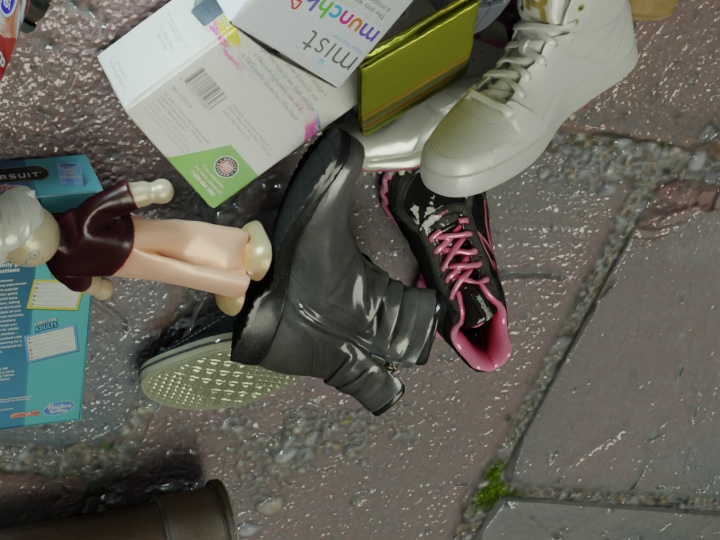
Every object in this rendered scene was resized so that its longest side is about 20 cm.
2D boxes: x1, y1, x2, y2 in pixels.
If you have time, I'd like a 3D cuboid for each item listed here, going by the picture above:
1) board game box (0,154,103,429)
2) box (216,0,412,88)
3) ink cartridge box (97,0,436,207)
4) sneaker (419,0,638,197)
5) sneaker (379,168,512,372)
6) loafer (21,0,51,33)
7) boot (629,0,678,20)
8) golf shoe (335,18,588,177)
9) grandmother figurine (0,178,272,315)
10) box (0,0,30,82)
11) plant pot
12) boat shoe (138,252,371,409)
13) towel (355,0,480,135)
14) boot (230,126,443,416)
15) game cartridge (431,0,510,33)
[{"bbox_3d":[-0.261,0.021,1.509,0.150,0.047,0.201,-6,128,-22],"label":"board game box"},{"bbox_3d":[-0.021,-0.239,1.312,0.097,0.200,0.177,29,112,-38],"label":"box"},{"bbox_3d":[-0.056,-0.149,1.457,0.200,0.067,0.117,-35,134,5],"label":"ink cartridge box"},{"bbox_3d":[0.105,-0.143,1.445,0.200,0.074,0.116,-42,142,-29],"label":"sneaker"},{"bbox_3d":[0.073,-0.006,1.616,0.079,0.095,0.200,-23,131,-5],"label":"sneaker"},{"bbox_3d":[-0.245,-0.218,1.313,0.063,0.072,0.200,-45,130,5],"label":"loafer"},{"bbox_3d":[0.171,-0.263,1.476,0.175,0.066,0.200,1,127,-26],"label":"boot"},{"bbox_3d":[0.063,-0.129,1.537,0.199,0.075,0.092,-21,120,-16],"label":"golf shoe"},{"bbox_3d":[-0.159,-0.017,1.454,0.199,0.061,0.121,7,129,-30],"label":"grandmother figurine"},{"bbox_3d":[-0.294,-0.151,1.261,0.199,0.100,0.096,-9,139,27],"label":"box"},{"bbox_3d":[-0.195,0.263,1.651,0.197,0.201,0.201,-3,128,-12],"label":"plant pot"},{"bbox_3d":[-0.069,0.044,1.613,0.199,0.062,0.075,-24,137,10],"label":"boat shoe"},{"bbox_3d":[0.034,-0.131,1.399,0.086,0.018,0.200,-32,174,-4],"label":"towel"},{"bbox_3d":[0.000,0.000,1.523,0.131,0.070,0.200,18,125,-10],"label":"boot"},{"bbox_3d":[0.077,-0.250,1.363,0.041,0.133,0.200,-20,164,-28],"label":"game cartridge"}]
